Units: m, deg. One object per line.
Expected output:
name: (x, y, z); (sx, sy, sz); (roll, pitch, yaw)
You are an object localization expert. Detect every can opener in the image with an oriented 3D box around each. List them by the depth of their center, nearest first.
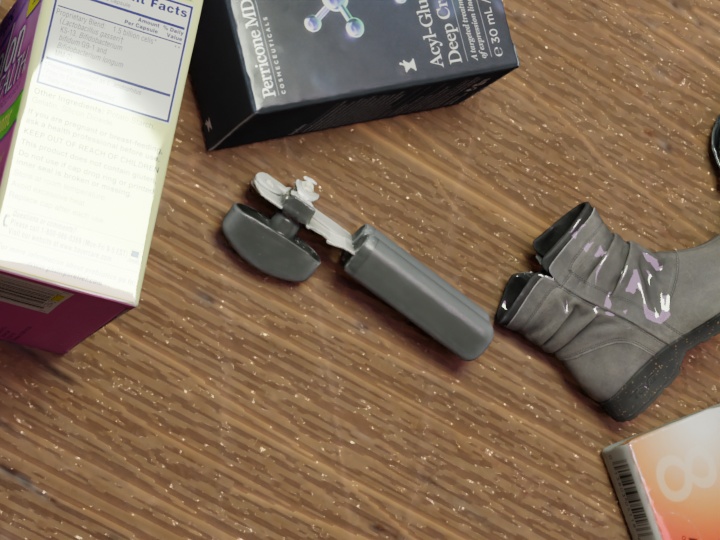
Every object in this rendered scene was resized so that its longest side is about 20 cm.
can opener: (0.000, 0.000, 1.464); (0.199, 0.053, 0.067); (32, 104, -11)

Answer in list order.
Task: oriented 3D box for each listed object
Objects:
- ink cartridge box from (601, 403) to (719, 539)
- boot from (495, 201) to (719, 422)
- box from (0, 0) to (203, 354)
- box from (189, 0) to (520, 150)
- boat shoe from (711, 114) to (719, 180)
ink cartridge box: (0.287, 0.169, 1.535); (0.199, 0.050, 0.163); (-19, 87, -21)
boot: (0.198, -0.004, 1.494); (0.132, 0.070, 0.200); (42, 90, -9)
box: (-0.184, -0.068, 1.328); (0.096, 0.176, 0.201); (16, 74, -18)
box: (-0.016, -0.179, 1.456); (0.199, 0.107, 0.150); (-13, 85, -23)
boat shoe: (0.290, -0.059, 1.578); (0.090, 0.071, 0.201); (29, 65, -10)
